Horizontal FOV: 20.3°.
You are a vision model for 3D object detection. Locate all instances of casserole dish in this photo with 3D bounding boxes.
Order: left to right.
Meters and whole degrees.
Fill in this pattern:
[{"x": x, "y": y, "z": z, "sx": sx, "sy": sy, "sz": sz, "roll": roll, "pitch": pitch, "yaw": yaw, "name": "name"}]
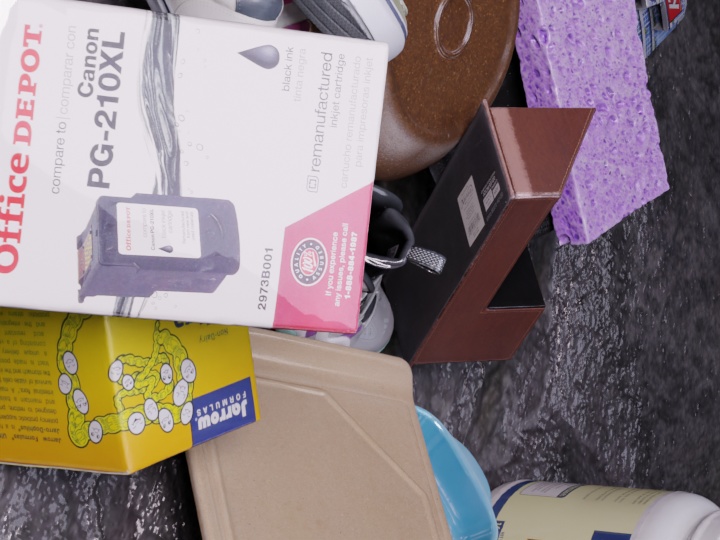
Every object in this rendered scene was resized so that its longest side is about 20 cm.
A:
[{"x": 0.006, "y": 0.148, "z": 1.283, "sx": 0.200, "sy": 0.039, "sz": 0.121, "roll": -3, "pitch": 57, "yaw": -50, "name": "casserole dish"}]

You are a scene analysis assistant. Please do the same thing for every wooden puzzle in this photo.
[{"x": -0.027, "y": 0.133, "z": 1.201, "sx": 0.185, "sy": 0.037, "sz": 0.200, "roll": 13, "pitch": 52, "yaw": -35, "name": "wooden puzzle"}]

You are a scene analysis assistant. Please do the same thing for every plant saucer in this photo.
[{"x": 0.043, "y": -0.149, "z": 1.199, "sx": 0.200, "sy": 0.037, "sz": 0.201, "roll": -27, "pitch": 124, "yaw": -49, "name": "plant saucer"}]

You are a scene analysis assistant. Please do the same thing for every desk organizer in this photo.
[{"x": 0.086, "y": -0.019, "z": 1.263, "sx": 0.077, "sy": 0.200, "sz": 0.072, "roll": -1, "pitch": 58, "yaw": -21, "name": "desk organizer"}]

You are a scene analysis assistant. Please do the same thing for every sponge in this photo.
[{"x": 0.154, "y": -0.129, "z": 1.360, "sx": 0.111, "sy": 0.030, "sz": 0.201, "roll": -28, "pitch": 111, "yaw": -45, "name": "sponge"}]

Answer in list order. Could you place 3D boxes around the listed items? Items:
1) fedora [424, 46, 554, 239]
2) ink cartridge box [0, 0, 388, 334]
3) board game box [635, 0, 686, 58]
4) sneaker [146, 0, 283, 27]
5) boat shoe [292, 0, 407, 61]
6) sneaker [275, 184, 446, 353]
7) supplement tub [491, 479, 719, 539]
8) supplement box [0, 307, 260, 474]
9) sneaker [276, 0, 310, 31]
[{"x": 0.078, "y": -0.110, "z": 1.368, "sx": 0.200, "sy": 0.091, "sz": 0.201, "roll": 0, "pitch": 90, "yaw": -48, "name": "fedora"}, {"x": -0.099, "y": -0.051, "z": 0.965, "sx": 0.199, "sy": 0.084, "sz": 0.145, "roll": 5, "pitch": 93, "yaw": -24, "name": "ink cartridge box"}, {"x": 0.203, "y": -0.256, "z": 1.554, "sx": 0.200, "sy": 0.062, "sz": 0.200, "roll": -44, "pitch": 123, "yaw": -42, "name": "board game box"}, {"x": -0.090, "y": -0.180, "z": 1.087, "sx": 0.073, "sy": 0.200, "sz": 0.071, "roll": 4, "pitch": 131, "yaw": -41, "name": "sneaker"}, {"x": -0.031, "y": -0.203, "z": 1.091, "sx": 0.062, "sy": 0.072, "sz": 0.200, "roll": -36, "pitch": 85, "yaw": -16, "name": "boat shoe"}, {"x": 0.000, "y": 0.000, "z": 1.227, "sx": 0.200, "sy": 0.140, "sz": 0.078, "roll": 39, "pitch": 59, "yaw": -47, "name": "sneaker"}, {"x": 0.181, "y": 0.224, "z": 1.414, "sx": 0.145, "sy": 0.200, "sz": 0.146, "roll": 1, "pitch": 89, "yaw": -52, "name": "supplement tub"}, {"x": -0.139, "y": -0.003, "z": 1.077, "sx": 0.109, "sy": 0.109, "sz": 0.201, "roll": -19, "pitch": 105, "yaw": -50, "name": "supplement box"}, {"x": -0.066, "y": -0.116, "z": 1.203, "sx": 0.200, "sy": 0.081, "sz": 0.089, "roll": -23, "pitch": 109, "yaw": -41, "name": "sneaker"}]
